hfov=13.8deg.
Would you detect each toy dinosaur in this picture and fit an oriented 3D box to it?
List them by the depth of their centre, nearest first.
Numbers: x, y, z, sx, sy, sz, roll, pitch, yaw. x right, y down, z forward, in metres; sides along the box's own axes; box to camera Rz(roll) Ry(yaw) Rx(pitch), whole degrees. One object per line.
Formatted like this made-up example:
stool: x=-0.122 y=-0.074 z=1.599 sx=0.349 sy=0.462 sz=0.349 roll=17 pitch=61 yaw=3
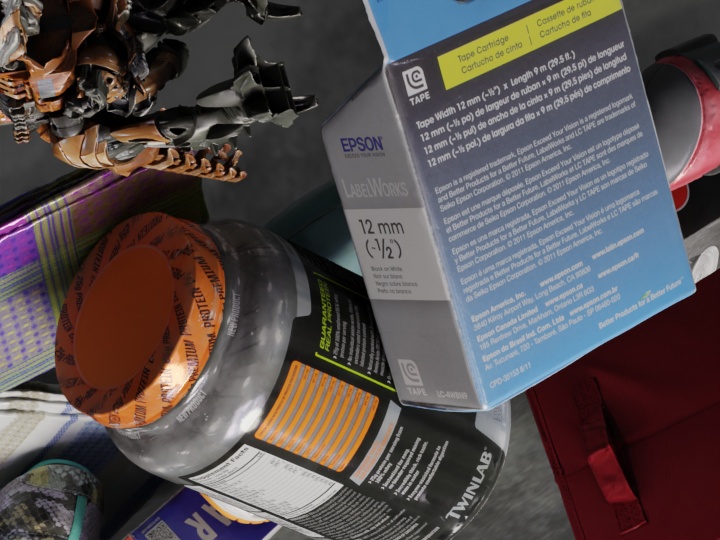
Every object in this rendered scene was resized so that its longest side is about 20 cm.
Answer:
toy dinosaur: x=-0.097 y=-0.086 z=1.225 sx=0.135 sy=0.103 sz=0.200 roll=-20 pitch=174 yaw=17

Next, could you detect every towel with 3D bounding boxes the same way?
towel: x=-0.152 y=0.006 z=1.356 sx=0.199 sy=0.023 sz=0.144 roll=-28 pitch=154 yaw=-12
towel: x=-0.176 y=0.100 z=1.510 sx=0.199 sy=0.024 sz=0.147 roll=2 pitch=142 yaw=-42

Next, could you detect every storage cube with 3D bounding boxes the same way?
storage cube: x=0.221 y=0.118 z=1.703 sx=0.179 sy=0.172 sz=0.200 roll=-28 pitch=142 yaw=13

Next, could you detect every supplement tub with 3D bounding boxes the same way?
supplement tub: x=-0.036 y=0.052 z=1.366 sx=0.199 sy=0.123 sz=0.122 roll=27 pitch=122 yaw=-39

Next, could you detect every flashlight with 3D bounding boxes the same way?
flashlight: x=0.109 y=-0.053 z=1.436 sx=0.199 sy=0.068 sz=0.068 roll=-23 pitch=157 yaw=-31

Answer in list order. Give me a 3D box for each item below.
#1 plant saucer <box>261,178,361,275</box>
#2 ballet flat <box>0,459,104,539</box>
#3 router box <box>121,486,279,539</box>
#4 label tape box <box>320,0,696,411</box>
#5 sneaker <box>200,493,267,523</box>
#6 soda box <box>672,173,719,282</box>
plant saucer: x=0.000 y=0.000 z=1.491 sx=0.199 sy=0.028 sz=0.201 roll=-25 pitch=153 yaw=-13
ballet flat: x=-0.199 y=0.173 z=1.518 sx=0.072 sy=0.072 sz=0.200 roll=1 pitch=145 yaw=-44
router box: x=-0.110 y=0.168 z=1.564 sx=0.180 sy=0.049 sz=0.200 roll=-46 pitch=176 yaw=30
label tape box: x=0.060 y=-0.057 z=1.327 sx=0.143 sy=0.201 sz=0.066 roll=-26 pitch=-165 yaw=-35
sneaker: x=0.002 y=0.079 z=1.527 sx=0.199 sy=0.076 sz=0.092 roll=-1 pitch=138 yaw=-49
soda box: x=0.117 y=-0.007 z=1.508 sx=0.199 sy=0.063 sz=0.071 roll=-29 pitch=157 yaw=-30
